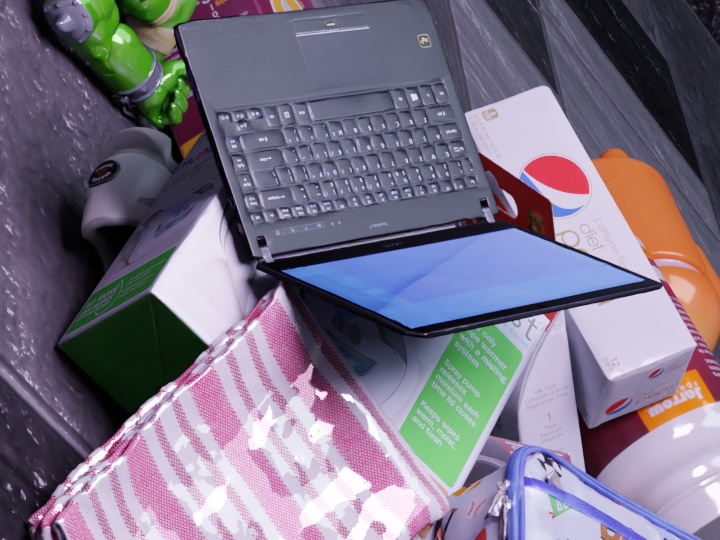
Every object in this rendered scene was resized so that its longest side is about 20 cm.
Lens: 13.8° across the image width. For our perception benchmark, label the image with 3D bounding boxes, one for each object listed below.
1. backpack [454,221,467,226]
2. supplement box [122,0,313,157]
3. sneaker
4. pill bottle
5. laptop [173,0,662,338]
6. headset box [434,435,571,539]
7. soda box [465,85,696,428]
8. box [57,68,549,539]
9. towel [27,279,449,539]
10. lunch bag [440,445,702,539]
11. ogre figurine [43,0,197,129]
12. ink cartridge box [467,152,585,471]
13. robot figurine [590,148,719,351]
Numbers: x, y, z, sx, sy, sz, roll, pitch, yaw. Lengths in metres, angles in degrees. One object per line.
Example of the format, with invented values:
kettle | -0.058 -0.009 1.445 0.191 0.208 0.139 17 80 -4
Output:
backpack | 0.000 0.000 1.744 0.201 0.150 0.178 68 12 20
supplement box | -0.086 -0.158 1.864 0.110 0.086 0.200 24 38 -62
sneaker | -0.088 0.025 1.614 0.200 0.074 0.089 51 35 -21
pill bottle | 0.176 0.084 1.871 0.200 0.113 0.113 59 15 22
laptop | 0.028 -0.056 1.492 0.177 0.103 0.201 -10 78 -43
headset box | 0.051 0.164 1.641 0.148 0.075 0.200 14 36 -20
soda box | 0.127 -0.010 1.814 0.200 0.063 0.068 62 -19 23
box | -0.026 0.033 1.546 0.200 0.097 0.177 45 50 -15
towel | -0.052 0.117 1.415 0.200 0.030 0.147 -44 104 -34
lunch bag | 0.124 0.179 1.484 0.200 0.075 0.161 33 40 -27
ogre figurine | -0.142 -0.197 1.759 0.120 0.098 0.201 22 84 -57
ink cartridge box | 0.072 0.029 1.826 0.162 0.057 0.201 38 -34 56
robot figurine | 0.174 0.004 2.029 0.144 0.116 0.200 47 17 -49
